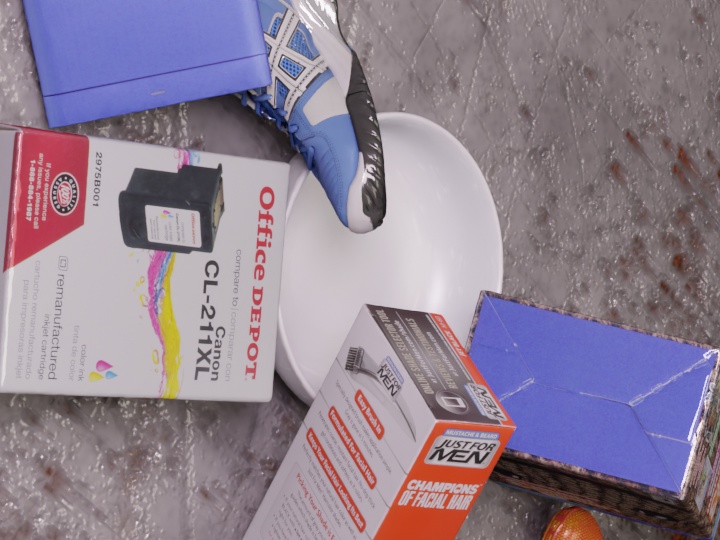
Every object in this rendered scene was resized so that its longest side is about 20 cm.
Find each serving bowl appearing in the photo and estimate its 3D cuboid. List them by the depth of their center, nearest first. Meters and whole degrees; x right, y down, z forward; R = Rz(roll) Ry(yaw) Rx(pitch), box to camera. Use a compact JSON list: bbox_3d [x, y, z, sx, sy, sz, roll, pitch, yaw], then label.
[{"bbox_3d":[0.000,0.000,1.515,0.199,0.066,0.202,-5,97,-44],"label":"serving bowl"}]

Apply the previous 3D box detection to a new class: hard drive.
[{"bbox_3d":[-0.132,-0.192,1.353,0.131,0.025,0.202,-11,104,-4],"label":"hard drive"}]

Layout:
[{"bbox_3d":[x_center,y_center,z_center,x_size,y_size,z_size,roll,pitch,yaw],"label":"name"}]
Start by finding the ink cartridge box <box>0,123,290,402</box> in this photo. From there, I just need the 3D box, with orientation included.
[{"bbox_3d":[-0.141,-0.002,1.368,0.199,0.082,0.147,5,90,-43],"label":"ink cartridge box"}]

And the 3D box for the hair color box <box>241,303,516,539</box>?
[{"bbox_3d":[0.006,0.134,1.434,0.064,0.111,0.201,7,123,-33],"label":"hair color box"}]

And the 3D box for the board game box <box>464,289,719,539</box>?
[{"bbox_3d":[0.157,0.097,1.554,0.200,0.158,0.098,45,60,-70],"label":"board game box"}]

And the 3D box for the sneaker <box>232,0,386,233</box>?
[{"bbox_3d":[-0.037,-0.106,1.425,0.077,0.076,0.201,-18,66,-7],"label":"sneaker"}]

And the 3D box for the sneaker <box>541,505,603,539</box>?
[{"bbox_3d":[0.169,0.263,1.690,0.073,0.077,0.202,-17,104,-40],"label":"sneaker"}]
